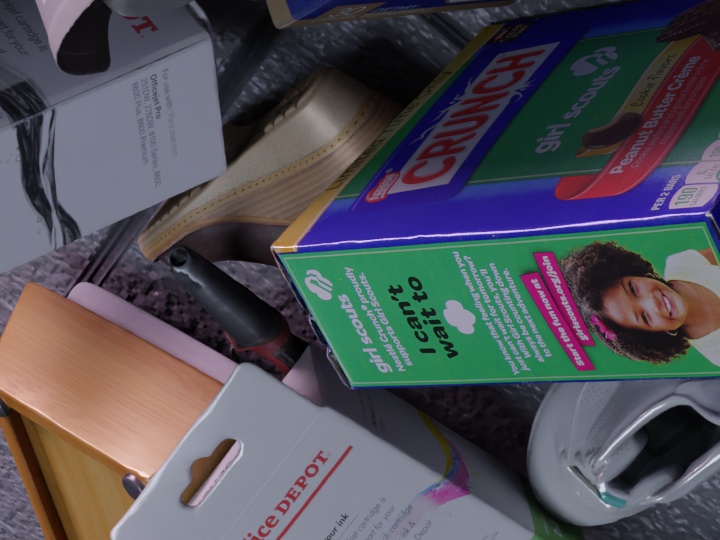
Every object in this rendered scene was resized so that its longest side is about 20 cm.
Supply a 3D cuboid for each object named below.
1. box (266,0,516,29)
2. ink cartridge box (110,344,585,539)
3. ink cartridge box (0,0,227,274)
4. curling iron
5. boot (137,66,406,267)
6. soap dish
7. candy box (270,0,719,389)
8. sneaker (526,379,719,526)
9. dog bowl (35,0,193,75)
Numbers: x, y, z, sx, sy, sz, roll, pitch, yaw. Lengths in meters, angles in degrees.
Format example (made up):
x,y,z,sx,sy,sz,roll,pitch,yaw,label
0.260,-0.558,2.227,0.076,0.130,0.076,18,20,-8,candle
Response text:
x,y,z,sx,sy,sz,roll,pitch,yaw,label
0.067,-0.139,0.960,0.200,0.121,0.033,-28,76,49,box
-0.006,0.117,1.232,0.200,0.067,0.117,33,107,-19,ink cartridge box
-0.175,-0.071,1.116,0.145,0.199,0.084,49,155,38,ink cartridge box
-0.055,0.024,1.209,0.049,0.026,0.200,20,172,17,curling iron
0.000,0.000,1.187,0.166,0.072,0.200,41,149,-13,boot
-0.103,0.114,1.346,0.157,0.081,0.201,26,145,37,soap dish
0.096,-0.033,0.998,0.199,0.169,0.077,-6,121,41,candy box
0.118,0.075,1.153,0.075,0.089,0.200,40,144,-4,sneaker
-0.041,-0.150,0.978,0.059,0.200,0.200,57,141,5,dog bowl
